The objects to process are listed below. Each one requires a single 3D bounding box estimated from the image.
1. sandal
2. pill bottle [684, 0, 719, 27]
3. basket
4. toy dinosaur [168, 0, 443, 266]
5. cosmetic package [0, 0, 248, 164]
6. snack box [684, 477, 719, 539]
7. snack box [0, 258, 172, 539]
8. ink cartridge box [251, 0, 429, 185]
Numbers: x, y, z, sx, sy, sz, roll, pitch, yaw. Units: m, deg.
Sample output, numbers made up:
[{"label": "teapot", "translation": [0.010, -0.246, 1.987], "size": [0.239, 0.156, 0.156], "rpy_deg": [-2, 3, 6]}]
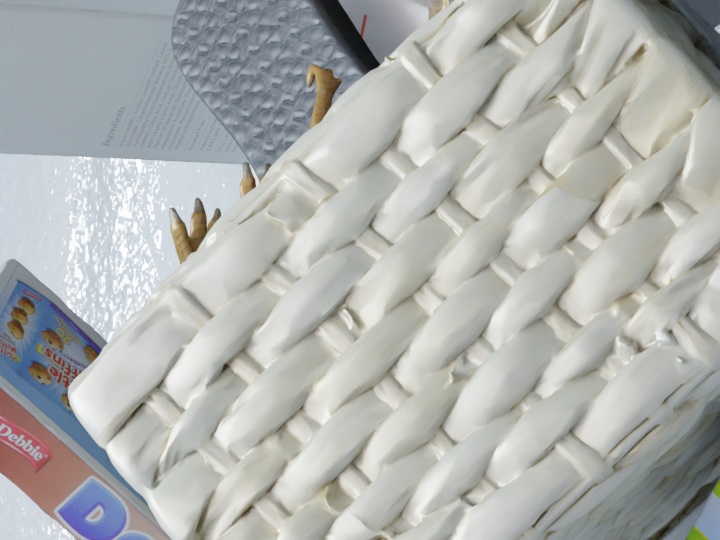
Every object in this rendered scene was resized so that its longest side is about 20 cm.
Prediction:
[{"label": "sandal", "translation": [0.002, -0.031, 0.938], "size": [0.076, 0.043, 0.200], "rpy_deg": [-40, 56, 23]}, {"label": "pill bottle", "translation": [0.060, -0.167, 0.911], "size": [0.111, 0.111, 0.200], "rpy_deg": [-57, 43, 39]}, {"label": "basket", "translation": [0.037, 0.017, 0.766], "size": [0.200, 0.123, 0.136], "rpy_deg": [-44, 72, 8]}, {"label": "toy dinosaur", "translation": [0.000, 0.000, 0.864], "size": [0.106, 0.060, 0.201], "rpy_deg": [3, 83, 32]}, {"label": "cosmetic package", "translation": [-0.124, -0.108, 1.119], "size": [0.081, 0.199, 0.113], "rpy_deg": [-60, 42, 37]}, {"label": "snack box", "translation": [0.176, 0.057, 0.660], "size": [0.169, 0.068, 0.200], "rpy_deg": [49, 129, 37]}, {"label": "snack box", "translation": [-0.044, 0.082, 0.844], "size": [0.024, 0.200, 0.072], "rpy_deg": [-43, 13, 20]}, {"label": "ink cartridge box", "translation": [0.039, -0.032, 0.981], "size": [0.200, 0.067, 0.117], "rpy_deg": [30, 114, 53]}]
